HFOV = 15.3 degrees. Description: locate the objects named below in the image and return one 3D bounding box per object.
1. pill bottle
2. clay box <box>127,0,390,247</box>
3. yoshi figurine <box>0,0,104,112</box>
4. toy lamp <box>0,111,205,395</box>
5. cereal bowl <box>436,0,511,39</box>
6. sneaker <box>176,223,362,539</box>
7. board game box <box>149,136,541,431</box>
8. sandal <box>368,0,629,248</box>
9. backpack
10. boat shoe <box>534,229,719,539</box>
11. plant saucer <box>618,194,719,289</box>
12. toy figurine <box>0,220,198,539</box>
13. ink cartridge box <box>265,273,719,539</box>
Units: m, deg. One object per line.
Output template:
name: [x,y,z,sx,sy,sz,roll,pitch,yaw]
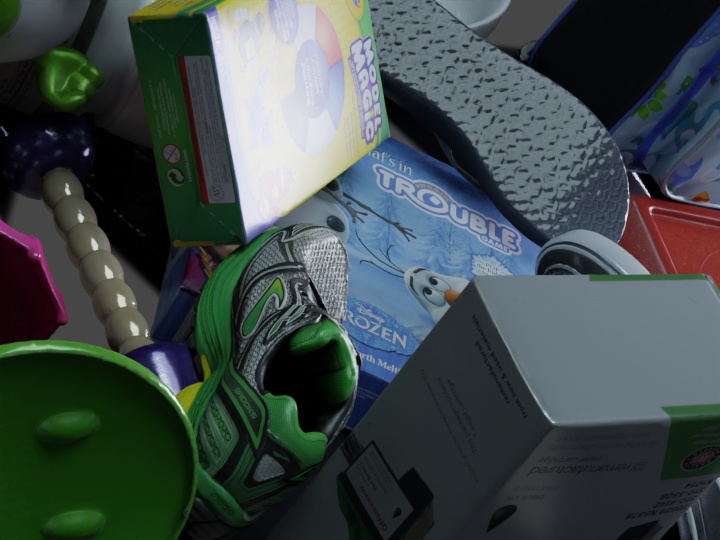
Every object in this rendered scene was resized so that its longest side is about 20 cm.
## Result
pill bottle: [-0.176,-0.142,1.355,0.199,0.114,0.114,22,37,-16]
clay box: [-0.040,-0.098,1.330,0.047,0.116,0.200,-1,20,27]
yoshi figurine: [-0.168,-0.098,1.255,0.112,0.200,0.112,47,12,-27]
toy lamp: [-0.119,0.013,1.273,0.058,0.058,0.201,4,43,-35]
cereal bowl: [-0.014,-0.180,1.552,0.199,0.083,0.201,21,38,-18]
sneaker: [-0.029,0.043,1.215,0.078,0.085,0.200,48,29,-23]
board game box: [0.000,0.000,1.390,0.199,0.043,0.200,25,36,-14]
sandal: [0.067,-0.083,1.452,0.200,0.043,0.076,44,68,1]
backpack: [0.226,-0.127,1.600,0.199,0.183,0.147,0,46,-52]
boat shoe: [0.133,0.074,1.368,0.068,0.072,0.201,-14,77,-45]
plant saucer: [0.234,0.035,1.542,0.198,0.037,0.201,10,43,-30]
toy figurine: [-0.189,0.048,1.149,0.199,0.151,0.184,-11,37,-15]
ink cartridge box: [0.070,0.093,1.207,0.145,0.200,0.085,-1,51,-38]
